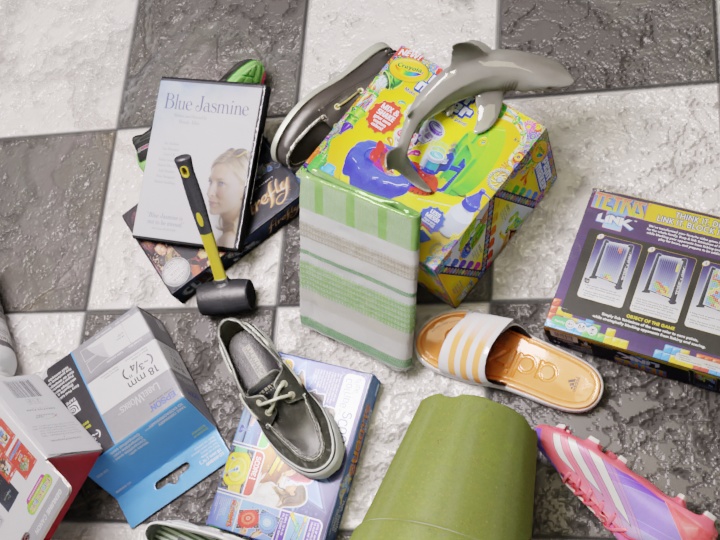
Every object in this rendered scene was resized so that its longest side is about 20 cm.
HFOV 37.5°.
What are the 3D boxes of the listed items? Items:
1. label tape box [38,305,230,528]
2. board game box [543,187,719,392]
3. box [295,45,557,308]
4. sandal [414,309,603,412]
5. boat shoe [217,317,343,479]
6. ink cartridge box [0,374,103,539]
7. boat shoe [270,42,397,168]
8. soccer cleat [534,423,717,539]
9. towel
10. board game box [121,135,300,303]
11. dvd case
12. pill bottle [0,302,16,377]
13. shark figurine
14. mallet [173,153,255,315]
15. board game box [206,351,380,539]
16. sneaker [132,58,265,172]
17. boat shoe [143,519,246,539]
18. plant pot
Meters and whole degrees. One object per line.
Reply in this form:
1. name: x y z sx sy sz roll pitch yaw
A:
1. label tape box: -0.255 0.162 1.192 0.144 0.063 0.200 -35 63 2
2. board game box: 0.308 0.019 1.081 0.200 0.057 0.166 17 73 23
3. box: 0.075 -0.103 1.164 0.200 0.122 0.193 35 81 25
4. sandal: 0.152 0.085 1.100 0.206 0.059 0.079 17 75 22
5. boat shoe: -0.092 0.133 1.112 0.071 0.064 0.200 -39 64 -1
6. ink cartridge box: -0.374 0.246 1.147 0.176 0.084 0.200 41 109 26
7. boat shoe: -0.018 -0.188 1.246 0.201 0.072 0.061 -44 64 -13
8. soccer cleat: 0.244 0.219 1.018 0.200 0.067 0.077 31 85 22
9. towel: 0.000 0.000 1.115 0.149 0.200 0.031 23 40 26
10. board game box: -0.173 -0.074 1.276 0.200 0.035 0.136 -38 63 0
11. dvd case: -0.188 -0.127 1.249 0.142 0.018 0.201 7 84 19
12. pill bottle: -0.476 0.086 1.262 0.113 0.113 0.200 -27 63 5
13. shark figurine: 0.093 -0.186 1.078 0.214 0.090 0.128 -34 61 -3
14. mallet: -0.181 -0.035 1.192 0.066 0.200 0.041 -14 27 15
15. board game box: -0.070 0.195 1.137 0.135 0.034 0.201 12 73 20
16. sneaker: -0.204 -0.201 1.314 0.200 0.077 0.084 -40 67 -2
17. boat shoe: -0.139 0.311 1.095 0.199 0.067 0.074 12 73 21
18. plant pot: 0.091 0.227 1.009 0.199 0.200 0.190 9 59 20
